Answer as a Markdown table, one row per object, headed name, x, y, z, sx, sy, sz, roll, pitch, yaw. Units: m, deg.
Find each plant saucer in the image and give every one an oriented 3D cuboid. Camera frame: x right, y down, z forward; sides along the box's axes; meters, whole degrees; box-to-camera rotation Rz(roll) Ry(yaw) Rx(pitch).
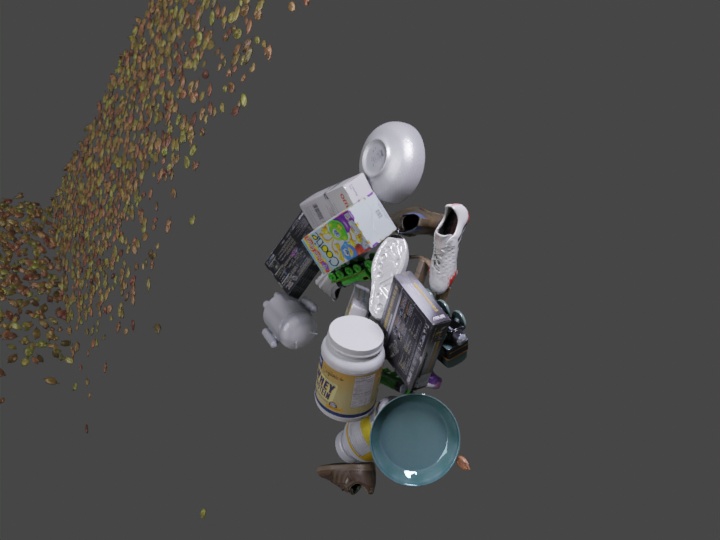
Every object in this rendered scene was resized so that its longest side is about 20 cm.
| name | x | y | z | sx | sy | sz | roll | pitch | yaw |
| --- | --- | --- | --- | --- | --- | --- | --- | --- | --- |
| plant saucer | 0.117 | 0.365 | 1.542 | 0.036 | 0.197 | 0.203 | -97 | 17 | -87 |

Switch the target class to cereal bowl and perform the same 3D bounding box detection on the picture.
| name | x | y | z | sx | sy | sz | roll | pitch | yaw |
| --- | --- | --- | --- | --- | --- | --- | --- | --- | --- |
| cereal bowl | 0.062 | -0.270 | 1.742 | 0.199 | 0.082 | 0.204 | -10 | 76 | 49 |

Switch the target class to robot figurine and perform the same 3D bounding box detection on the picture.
| name | x | y | z | sx | sy | sz | roll | pitch | yaw |
| --- | --- | --- | --- | --- | --- | --- | --- | --- | --- |
| robot figurine | -0.194 | 0.140 | 1.955 | 0.169 | 0.113 | 0.200 | -42 | 45 | -6 |

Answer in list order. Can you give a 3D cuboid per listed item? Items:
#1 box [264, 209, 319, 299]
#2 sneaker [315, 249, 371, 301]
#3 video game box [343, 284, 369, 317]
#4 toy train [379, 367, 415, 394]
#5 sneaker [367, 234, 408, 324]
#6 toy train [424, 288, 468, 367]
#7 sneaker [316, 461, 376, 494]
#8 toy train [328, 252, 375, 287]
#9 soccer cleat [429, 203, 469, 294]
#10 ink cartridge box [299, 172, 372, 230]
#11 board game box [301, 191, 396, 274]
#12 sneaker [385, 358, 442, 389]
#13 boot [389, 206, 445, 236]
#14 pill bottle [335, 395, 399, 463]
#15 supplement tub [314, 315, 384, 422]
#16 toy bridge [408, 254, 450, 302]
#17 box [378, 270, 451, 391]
| name | x | y | z | sx | sy | sz | roll | pitch | yaw |
| --- | --- | --- | --- | --- | --- | --- | --- | --- | --- |
| box | -0.166 | -0.048 | 1.968 | 0.201 | 0.043 | 0.160 | -54 | 47 | 10 |
| sneaker | -0.029 | -0.001 | 1.835 | 0.082 | 0.074 | 0.200 | 51 | 125 | 7 |
| video game box | -0.030 | 0.153 | 1.739 | 0.182 | 0.046 | 0.203 | -72 | 2 | -75 |
| toy train | 0.054 | 0.256 | 1.693 | 0.199 | 0.056 | 0.042 | 15 | 96 | 50 |
| sneaker | 0.073 | 0.029 | 1.648 | 0.079 | 0.146 | 0.203 | 10 | 83 | 16 |
| toy train | 0.161 | 0.124 | 1.557 | 0.200 | 0.084 | 0.115 | 38 | 142 | 46 |
| sneaker | -0.040 | 0.516 | 1.753 | 0.199 | 0.070 | 0.077 | -19 | 71 | 47 |
| toy train | 0.000 | 0.000 | 1.733 | 0.198 | 0.057 | 0.042 | -19 | 27 | 42 |
| soccer cleat | 0.185 | -0.049 | 1.550 | 0.068 | 0.085 | 0.203 | 19 | 94 | 31 |
| ink cartridge box | -0.042 | -0.143 | 1.788 | 0.199 | 0.084 | 0.147 | -14 | 110 | 50 |
| board game box | -0.030 | -0.085 | 1.667 | 0.199 | 0.103 | 0.106 | -28 | 98 | 49 |
| sneaker | 0.118 | 0.194 | 1.618 | 0.200 | 0.080 | 0.089 | 37 | 98 | 44 |
| boot | 0.111 | -0.118 | 1.650 | 0.198 | 0.096 | 0.076 | 8 | 90 | 49 |
| pill bottle | 0.030 | 0.381 | 1.660 | 0.200 | 0.111 | 0.113 | -39 | 57 | 39 |
| supplement tub | -0.023 | 0.216 | 1.566 | 0.144 | 0.143 | 0.203 | 44 | 135 | 43 |
| toy bridge | 0.142 | 0.004 | 1.650 | 0.199 | 0.027 | 0.068 | 34 | 109 | 45 |
| box | 0.106 | 0.130 | 1.505 | 0.159 | 0.048 | 0.202 | 52 | 141 | 39 |
